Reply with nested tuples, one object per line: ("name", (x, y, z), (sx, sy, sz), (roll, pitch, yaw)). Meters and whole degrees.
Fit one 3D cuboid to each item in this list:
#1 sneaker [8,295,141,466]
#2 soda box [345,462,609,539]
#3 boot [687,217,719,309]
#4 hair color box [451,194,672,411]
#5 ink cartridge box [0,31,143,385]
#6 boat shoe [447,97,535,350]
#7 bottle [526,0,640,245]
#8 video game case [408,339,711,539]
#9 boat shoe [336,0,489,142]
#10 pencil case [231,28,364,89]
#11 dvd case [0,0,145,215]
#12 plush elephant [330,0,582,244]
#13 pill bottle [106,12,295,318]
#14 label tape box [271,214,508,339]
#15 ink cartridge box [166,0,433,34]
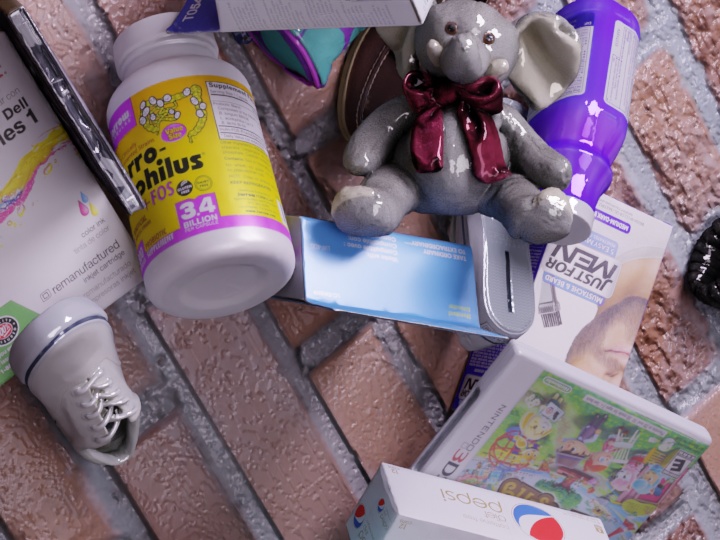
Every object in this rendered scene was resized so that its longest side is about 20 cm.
("sneaker", (-0.179, 0.077, 1.460), (0.073, 0.200, 0.071), (-41, 73, -10))
("soda box", (0.094, 0.211, 1.660), (0.200, 0.064, 0.068), (16, 119, -24))
("boot", (0.377, -0.034, 1.824), (0.158, 0.079, 0.211), (34, 78, -26))
("hair color box", (0.160, 0.037, 1.719), (0.109, 0.065, 0.200), (23, 84, -27))
("ink cartridge box", (-0.259, -0.042, 1.470), (0.145, 0.084, 0.200), (-38, 111, -21))
("boat shoe", (0.093, -0.035, 1.676), (0.073, 0.067, 0.200), (21, 61, -28))
("bottle", (0.165, -0.113, 1.663), (0.065, 0.083, 0.200), (28, 54, -24))
("video game case", (0.143, 0.158, 1.688), (0.200, 0.022, 0.182), (25, 115, -28))
("boat shoe", (0.052, -0.177, 1.640), (0.072, 0.072, 0.200), (38, 77, -25))
("pencil case", (-0.001, -0.227, 1.601), (0.200, 0.085, 0.092), (-49, 152, -18))
("dvd case", (-0.199, -0.118, 1.435), (0.016, 0.200, 0.149), (-33, 109, -7))
("plush elephant", (0.072, -0.119, 1.533), (0.164, 0.200, 0.155), (4, 110, 4))
("pill bottle", (-0.116, -0.075, 1.499), (0.104, 0.104, 0.200), (-1, 60, -29))
("label tape box", (0.000, 0.000, 1.550), (0.144, 0.200, 0.063), (10, 89, -29))
("ink cartridge box", (-0.020, -0.242, 1.491), (0.041, 0.200, 0.200), (63, 38, -40))
